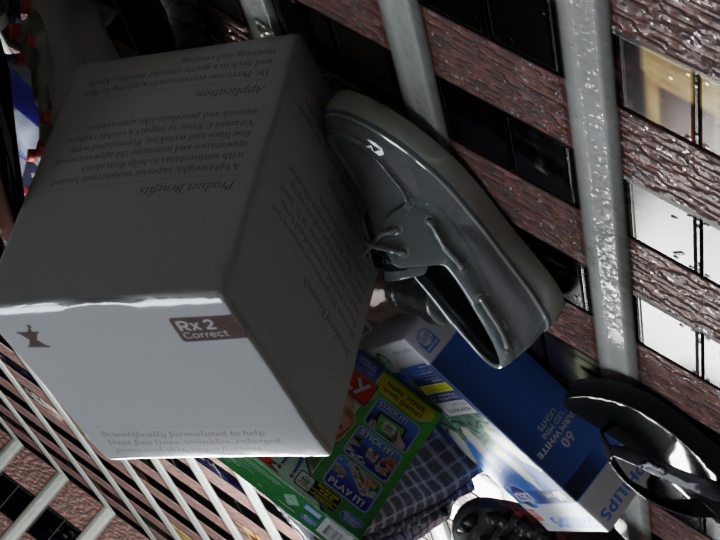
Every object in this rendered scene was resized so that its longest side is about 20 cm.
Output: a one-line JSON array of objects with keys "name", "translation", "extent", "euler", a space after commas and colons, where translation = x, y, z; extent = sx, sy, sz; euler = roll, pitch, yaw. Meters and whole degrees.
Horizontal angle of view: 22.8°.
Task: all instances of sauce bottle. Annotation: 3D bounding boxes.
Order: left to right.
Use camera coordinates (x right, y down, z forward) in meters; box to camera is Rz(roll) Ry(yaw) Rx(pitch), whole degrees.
[{"name": "sauce bottle", "translation": [0.000, 0.000, 1.224], "extent": [0.200, 0.065, 0.065], "euler": [15, 150, 50]}]

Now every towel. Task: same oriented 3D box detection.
[{"name": "towel", "translation": [-0.015, 0.114, 1.311], "extent": [0.200, 0.165, 0.086], "euler": [51, 123, 16]}]

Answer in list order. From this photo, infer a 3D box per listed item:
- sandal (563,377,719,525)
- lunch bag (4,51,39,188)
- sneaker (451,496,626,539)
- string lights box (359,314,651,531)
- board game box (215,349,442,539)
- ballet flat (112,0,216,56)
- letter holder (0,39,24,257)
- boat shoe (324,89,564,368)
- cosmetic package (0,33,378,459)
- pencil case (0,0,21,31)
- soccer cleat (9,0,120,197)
[{"name": "sandal", "translation": [0.214, 0.137, 1.152], "extent": [0.200, 0.043, 0.076], "euler": [36, 162, 11]}, {"name": "lunch bag", "translation": [-0.199, -0.070, 1.313], "extent": [0.170, 0.124, 0.200], "euler": [37, 172, 9]}, {"name": "sneaker", "translation": [0.143, 0.214, 1.376], "extent": [0.200, 0.071, 0.098], "euler": [27, -159, -28]}, {"name": "string lights box", "translation": [0.100, 0.099, 1.262], "extent": [0.200, 0.059, 0.103], "euler": [43, 161, -9]}, {"name": "board game box", "translation": [-0.055, 0.085, 1.219], "extent": [0.200, 0.135, 0.029], "euler": [37, 137, 0]}, {"name": "ballet flat", "translation": [-0.134, -0.159, 1.123], "extent": [0.066, 0.057, 0.200], "euler": [24, 156, 37]}, {"name": "letter holder", "translation": [-0.292, -0.083, 1.120], "extent": [0.101, 0.141, 0.201], "euler": [85, 172, -49]}, {"name": "boat shoe", "translation": [0.041, -0.020, 1.077], "extent": [0.201, 0.072, 0.070], "euler": [46, 161, -18]}, {"name": "cosmetic package", "translation": [-0.097, -0.010, 1.090], "extent": [0.164, 0.201, 0.165], "euler": [-4, 142, 25]}, {"name": "pencil case", "translation": [-0.273, -0.224, 1.205], "extent": [0.200, 0.078, 0.090], "euler": [109, 139, -71]}, {"name": "soccer cleat", "translation": [-0.183, -0.099, 1.184], "extent": [0.077, 0.201, 0.069], "euler": [1, 156, -28]}]
